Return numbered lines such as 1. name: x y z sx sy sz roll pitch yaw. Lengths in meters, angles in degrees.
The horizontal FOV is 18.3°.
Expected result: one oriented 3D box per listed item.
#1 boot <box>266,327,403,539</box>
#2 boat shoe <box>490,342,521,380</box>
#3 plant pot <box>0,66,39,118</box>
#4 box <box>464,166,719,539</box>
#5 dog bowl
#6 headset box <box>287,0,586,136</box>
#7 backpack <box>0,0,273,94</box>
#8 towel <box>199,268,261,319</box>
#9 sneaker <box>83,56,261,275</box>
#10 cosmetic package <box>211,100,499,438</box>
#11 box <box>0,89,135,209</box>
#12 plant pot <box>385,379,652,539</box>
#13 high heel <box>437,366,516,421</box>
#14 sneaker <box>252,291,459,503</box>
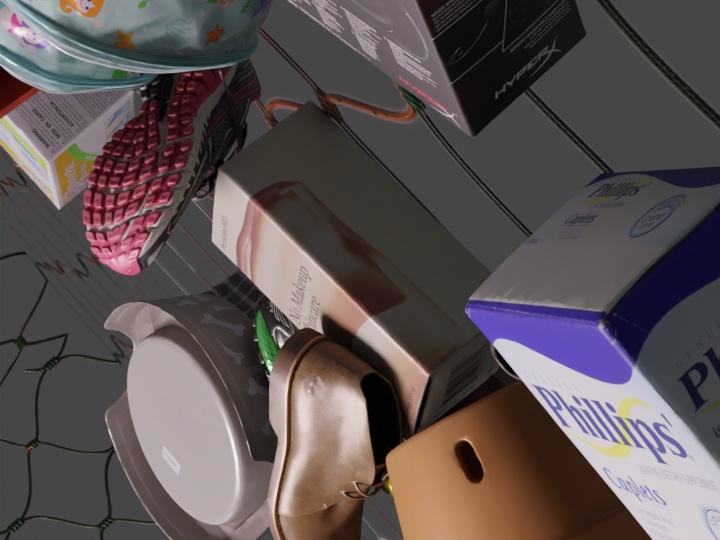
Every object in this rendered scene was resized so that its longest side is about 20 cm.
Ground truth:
1. boot: -0.013 0.137 1.465 0.075 0.074 0.200 22 132 31
2. boat shoe: 0.124 0.041 1.200 0.075 0.073 0.200 49 169 -5
3. plant pot: -0.239 -0.238 1.380 0.200 0.200 0.176 55 180 -33
4. box: 0.168 0.059 1.014 0.200 0.105 0.184 51 168 -11
5. dog bowl: -0.110 0.108 1.593 0.200 0.059 0.200 33 133 43
6. headset box: 0.001 -0.171 0.932 0.149 0.075 0.200 40 167 37
7. backpack: -0.140 -0.180 1.195 0.200 0.151 0.177 35 -154 25
8. towel: -0.038 0.060 1.669 0.200 0.166 0.086 39 163 35
9. sneaker: -0.114 -0.078 1.468 0.081 0.200 0.075 -2 140 35
10. cosmetic package: 0.000 0.000 1.461 0.200 0.087 0.103 44 156 19
11. box: -0.277 -0.146 2.040 0.113 0.101 0.200 48 169 4
12. plant pot: 0.107 0.146 1.388 0.140 0.200 0.200 63 171 9
13. high heel: 0.013 0.049 1.577 0.200 0.096 0.067 45 -155 9
14. sneaker: 0.012 0.075 1.523 0.200 0.078 0.085 41 125 -2
